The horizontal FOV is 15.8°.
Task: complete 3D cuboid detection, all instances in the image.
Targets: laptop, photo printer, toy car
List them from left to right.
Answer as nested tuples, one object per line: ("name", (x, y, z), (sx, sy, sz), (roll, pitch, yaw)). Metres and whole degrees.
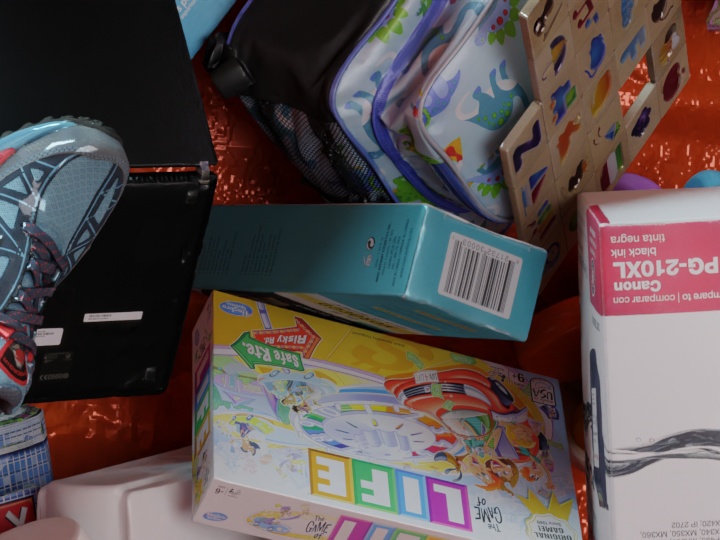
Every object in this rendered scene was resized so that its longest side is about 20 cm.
("laptop", (-0.171, -0.043, 1.263), (0.177, 0.103, 0.200), (-3, 120, -33))
("photo printer", (-0.096, 0.196, 1.335), (0.166, 0.069, 0.201), (-8, 98, -60))
("toy car", (0.173, 0.015, 1.506), (0.200, 0.175, 0.150), (-34, 74, -28))

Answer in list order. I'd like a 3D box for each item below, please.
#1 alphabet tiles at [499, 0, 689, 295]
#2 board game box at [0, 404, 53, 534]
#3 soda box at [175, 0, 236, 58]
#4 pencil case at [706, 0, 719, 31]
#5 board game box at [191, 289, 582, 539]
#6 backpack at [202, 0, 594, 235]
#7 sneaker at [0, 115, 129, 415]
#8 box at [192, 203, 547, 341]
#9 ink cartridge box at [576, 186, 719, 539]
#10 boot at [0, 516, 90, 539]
("alphabet tiles", (0.121, -0.103, 1.343), (0.167, 0.008, 0.200), (-53, 152, -23))
("board game box", (-0.232, 0.137, 1.275), (0.200, 0.062, 0.200), (-14, 101, -33))
("soda box", (-0.121, -0.132, 1.334), (0.068, 0.064, 0.200), (45, 68, -27))
("pencil case", (0.239, -0.241, 1.564), (0.086, 0.083, 0.201), (-13, 100, -34))
("board game box", (0.012, 0.090, 1.329), (0.199, 0.034, 0.135), (15, 40, -17))
("backpack", (0.044, -0.103, 1.378), (0.183, 0.147, 0.200), (-57, 146, -16))
("sneaker", (-0.164, 0.024, 1.174), (0.200, 0.096, 0.079), (-51, 137, 6))
("box", (0.000, 0.000, 1.341), (0.082, 0.200, 0.049), (20, 79, -33))
("ink cartridge box", (0.158, 0.065, 1.323), (0.084, 0.145, 0.201), (-3, 98, 1))
("boot", (-0.194, 0.209, 1.232), (0.200, 0.073, 0.090), (-39, 119, -17))
